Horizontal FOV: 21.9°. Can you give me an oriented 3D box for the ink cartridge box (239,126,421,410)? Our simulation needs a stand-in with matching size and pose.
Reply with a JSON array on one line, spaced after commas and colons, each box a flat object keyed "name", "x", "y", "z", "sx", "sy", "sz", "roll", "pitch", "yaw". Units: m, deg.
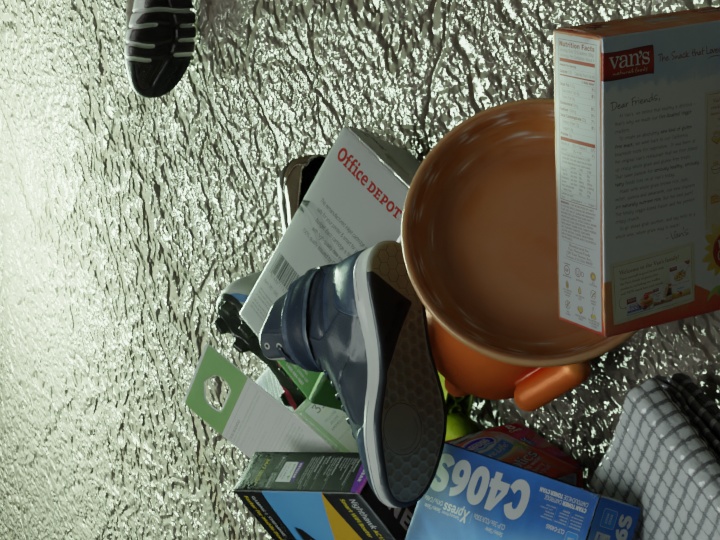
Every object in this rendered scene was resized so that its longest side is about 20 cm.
[{"name": "ink cartridge box", "x": 0.000, "y": 0.000, "z": 1.592, "sx": 0.200, "sy": 0.084, "sz": 0.146, "roll": -59, "pitch": 41, "yaw": 16}]

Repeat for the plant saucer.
[{"name": "plant saucer", "x": 0.130, "y": -0.025, "z": 1.337, "sx": 0.037, "sy": 0.200, "sz": 0.201, "roll": 78, "pitch": 171, "yaw": -72}]

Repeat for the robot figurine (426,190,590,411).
[{"name": "robot figurine", "x": 0.119, "y": 0.025, "z": 1.434, "sx": 0.200, "sy": 0.116, "sz": 0.144, "roll": 123, "pitch": 164, "yaw": -52}]

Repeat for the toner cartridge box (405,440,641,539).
[{"name": "toner cartridge box", "x": 0.113, "y": 0.192, "z": 1.364, "sx": 0.200, "sy": 0.043, "sz": 0.095, "roll": 11, "pitch": 83, "yaw": 57}]

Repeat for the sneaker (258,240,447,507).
[{"name": "sneaker", "x": -0.009, "y": 0.090, "z": 1.464, "sx": 0.146, "sy": 0.077, "sz": 0.203, "roll": -16, "pitch": 75, "yaw": 47}]

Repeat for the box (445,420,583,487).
[{"name": "box", "x": 0.112, "y": 0.239, "z": 1.539, "sx": 0.095, "sy": 0.102, "sz": 0.201, "roll": 35, "pitch": 131, "yaw": 51}]

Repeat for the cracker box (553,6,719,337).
[{"name": "cracker box", "x": 0.198, "y": -0.068, "z": 1.237, "sx": 0.058, "sy": 0.134, "sz": 0.201, "roll": 24, "pitch": 120, "yaw": 56}]

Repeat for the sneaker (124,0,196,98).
[{"name": "sneaker", "x": -0.226, "y": -0.292, "z": 1.996, "sx": 0.115, "sy": 0.075, "sz": 0.201, "roll": 33, "pitch": 118, "yaw": 59}]

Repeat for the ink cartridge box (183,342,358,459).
[{"name": "ink cartridge box", "x": -0.064, "y": 0.145, "z": 1.694, "sx": 0.200, "sy": 0.048, "sz": 0.146, "roll": 42, "pitch": 151, "yaw": 8}]

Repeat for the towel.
[{"name": "towel", "x": 0.236, "y": 0.189, "z": 1.320, "sx": 0.166, "sy": 0.085, "sz": 0.200, "roll": 53, "pitch": 144, "yaw": 40}]

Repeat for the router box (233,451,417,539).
[{"name": "router box", "x": 0.002, "y": 0.239, "z": 1.639, "sx": 0.149, "sy": 0.051, "sz": 0.200, "roll": -5, "pitch": 134, "yaw": 40}]

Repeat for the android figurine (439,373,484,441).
[{"name": "android figurine", "x": 0.057, "y": 0.081, "z": 1.616, "sx": 0.200, "sy": 0.041, "sz": 0.183, "roll": 39, "pitch": 123, "yaw": 53}]

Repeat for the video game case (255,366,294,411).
[{"name": "video game case", "x": -0.080, "y": 0.171, "z": 1.900, "sx": 0.200, "sy": 0.019, "sz": 0.143, "roll": 129, "pitch": 130, "yaw": -67}]

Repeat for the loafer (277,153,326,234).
[{"name": "loafer", "x": -0.037, "y": -0.019, "z": 1.716, "sx": 0.071, "sy": 0.073, "sz": 0.201, "roll": 122, "pitch": 135, "yaw": -68}]

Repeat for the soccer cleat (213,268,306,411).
[{"name": "soccer cleat", "x": -0.050, "y": 0.080, "z": 1.744, "sx": 0.200, "sy": 0.086, "sz": 0.070, "roll": 50, "pitch": 151, "yaw": 8}]
